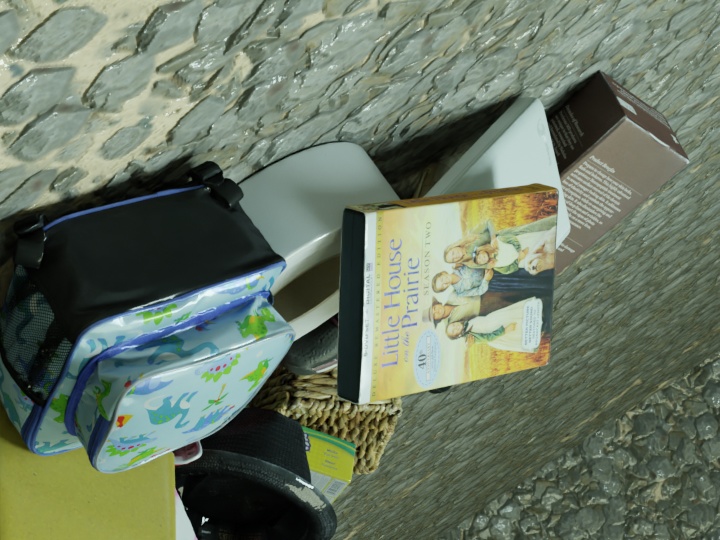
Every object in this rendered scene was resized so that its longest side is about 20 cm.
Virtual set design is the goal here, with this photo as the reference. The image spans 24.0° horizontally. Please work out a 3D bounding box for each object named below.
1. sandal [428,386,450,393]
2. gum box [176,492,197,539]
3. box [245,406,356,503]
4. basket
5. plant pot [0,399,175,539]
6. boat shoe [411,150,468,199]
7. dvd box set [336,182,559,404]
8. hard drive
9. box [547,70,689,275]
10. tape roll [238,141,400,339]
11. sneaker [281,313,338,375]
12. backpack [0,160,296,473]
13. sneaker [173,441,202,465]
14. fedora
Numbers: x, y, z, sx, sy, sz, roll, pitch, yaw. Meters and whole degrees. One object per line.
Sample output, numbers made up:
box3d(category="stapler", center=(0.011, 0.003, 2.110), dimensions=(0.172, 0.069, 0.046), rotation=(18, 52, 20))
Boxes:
box3d(category="sandal", center=(0.064, 0.055, 1.609), dimensions=(0.048, 0.075, 0.200), rotation=(-8, 144, 19))
box3d(category="gum box", center=(-0.197, 0.259, 1.454), dimensions=(0.114, 0.066, 0.200), rotation=(-61, 156, -31))
box3d(category="box", center=(-0.118, 0.177, 1.604), dimensions=(0.200, 0.048, 0.117), rotation=(19, 141, -15))
box3d(category="basket", center=(-0.040, 0.103, 1.680), dimensions=(0.143, 0.149, 0.200), rotation=(3, 155, -7))
box3d(category="plant pot", center=(-0.252, 0.222, 1.212), dimensions=(0.196, 0.200, 0.194), rotation=(-41, 129, 20))
box3d(category="boat shoe", center=(0.057, -0.010, 1.392), dimensions=(0.074, 0.069, 0.200), rotation=(49, 52, -39))
box3d(category="dvd box set", center=(0.069, 0.014, 1.279), dimensions=(0.200, 0.029, 0.146), rotation=(-8, 105, -39))
box3d(category="hard drive", center=(0.111, -0.040, 1.382), dimensions=(0.026, 0.132, 0.200), rotation=(2, -150, 33))
box3d(category="box", center=(0.187, -0.077, 1.546), dimensions=(0.200, 0.075, 0.100), rotation=(-41, 133, 24))
box3d(category="tape roll", center=(-0.059, -0.010, 1.306), dimensions=(0.202, 0.071, 0.202), rotation=(-32, 164, -10))
box3d(category="sneaker", center=(0.000, 0.000, 1.472), dimensions=(0.200, 0.076, 0.116), rotation=(-42, 161, -15))
box3d(category="backpack", center=(-0.155, 0.050, 1.145), dimensions=(0.183, 0.147, 0.200), rotation=(-20, 161, -35))
box3d(category="sneaker", center=(-0.136, 0.106, 1.401), dimensions=(0.200, 0.071, 0.112), rotation=(-30, -168, -29))
box3d(category="fedora", center=(-0.105, 0.177, 1.490), dimensions=(0.201, 0.201, 0.092), rotation=(120, -12, -56))
